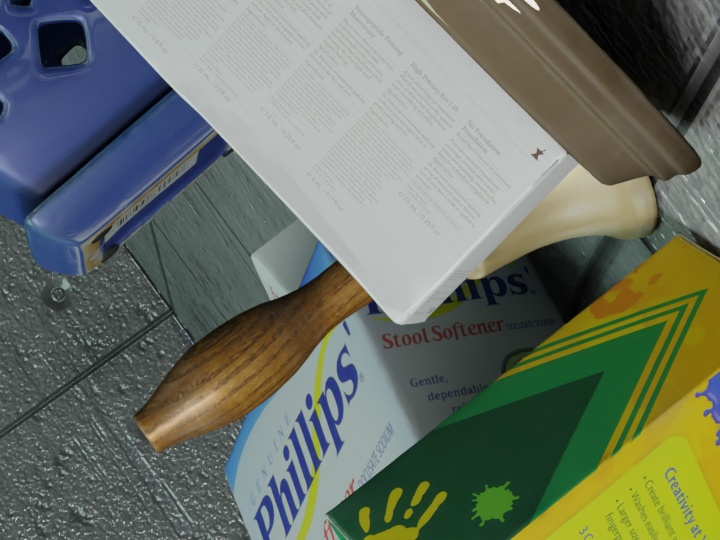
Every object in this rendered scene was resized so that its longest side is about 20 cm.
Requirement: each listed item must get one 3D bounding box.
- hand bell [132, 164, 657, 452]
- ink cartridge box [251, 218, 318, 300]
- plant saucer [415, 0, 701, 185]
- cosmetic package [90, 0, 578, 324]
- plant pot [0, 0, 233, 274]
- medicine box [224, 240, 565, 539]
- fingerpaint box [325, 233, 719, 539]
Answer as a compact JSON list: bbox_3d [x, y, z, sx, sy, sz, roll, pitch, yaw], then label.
[{"bbox_3d":[0.000,0.000,0.785,0.104,0.199,0.104,53,171,13],"label":"hand bell"},{"bbox_3d":[0.037,0.066,1.187,0.200,0.083,0.145,49,169,30],"label":"ink cartridge box"},{"bbox_3d":[0.027,-0.095,0.659,0.200,0.029,0.200,44,-172,-8],"label":"plant saucer"},{"bbox_3d":[-0.022,-0.081,0.737,0.200,0.083,0.051,47,-170,9],"label":"cosmetic package"},{"bbox_3d":[-0.176,-0.114,1.299,0.180,0.200,0.200,49,170,1],"label":"plant pot"},{"bbox_3d":[0.034,0.110,0.971,0.201,0.102,0.183,63,146,33],"label":"medicine box"},{"bbox_3d":[0.104,0.117,0.780,0.073,0.166,0.201,39,163,52],"label":"fingerpaint box"}]
